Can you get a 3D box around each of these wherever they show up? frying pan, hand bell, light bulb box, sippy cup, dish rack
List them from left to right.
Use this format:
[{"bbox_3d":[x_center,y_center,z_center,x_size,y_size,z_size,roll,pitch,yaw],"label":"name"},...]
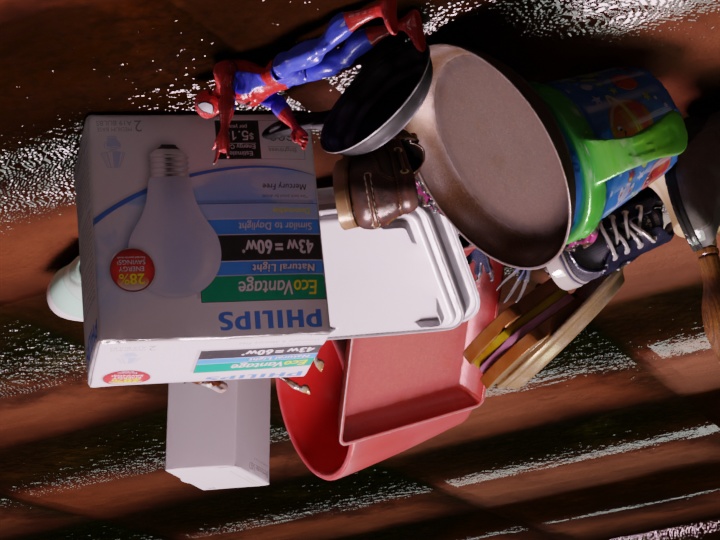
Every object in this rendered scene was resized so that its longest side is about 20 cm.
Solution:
[{"bbox_3d":[-0.138,-0.017,1.531,0.196,0.202,0.125,-2,161,-14],"label":"light bulb box"},{"bbox_3d":[-0.012,-0.114,1.419,0.189,0.115,0.031,-33,118,31],"label":"frying pan"},{"bbox_3d":[0.000,0.000,1.698,0.198,0.044,0.172,-5,127,25],"label":"dish rack"},{"bbox_3d":[0.190,-0.106,1.487,0.130,0.178,0.140,-24,138,-30],"label":"sippy cup"},{"bbox_3d":[0.329,-0.009,1.708,0.103,0.202,0.104,-5,161,-2],"label":"hand bell"}]

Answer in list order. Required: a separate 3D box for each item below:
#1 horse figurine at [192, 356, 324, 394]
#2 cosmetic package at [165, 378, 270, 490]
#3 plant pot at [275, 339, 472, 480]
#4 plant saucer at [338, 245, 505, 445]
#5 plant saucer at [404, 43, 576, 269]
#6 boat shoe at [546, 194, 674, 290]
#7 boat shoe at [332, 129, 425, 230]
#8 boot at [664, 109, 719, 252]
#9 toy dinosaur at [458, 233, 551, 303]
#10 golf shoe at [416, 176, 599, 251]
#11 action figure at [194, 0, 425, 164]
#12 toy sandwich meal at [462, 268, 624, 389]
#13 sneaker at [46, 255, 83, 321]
[{"bbox_3d":[-0.088,0.043,1.835,0.132,0.201,0.050,20,-162,-6],"label":"horse figurine"},{"bbox_3d":[-0.150,0.125,1.922,0.084,0.202,0.108,-6,163,16],"label":"cosmetic package"},{"bbox_3d":[0.022,0.118,2.011,0.176,0.202,0.200,-10,164,-26],"label":"plant pot"},{"bbox_3d":[0.057,0.067,1.874,0.199,0.201,0.037,-13,-149,-37],"label":"plant saucer"},{"bbox_3d":[0.107,-0.096,1.448,0.032,0.201,0.200,-32,173,-28],"label":"plant saucer"},{"bbox_3d":[0.244,-0.037,1.754,0.092,0.075,0.200,-22,-178,25],"label":"boat shoe"},{"bbox_3d":[0.019,-0.085,1.463,0.070,0.071,0.200,-12,-155,7],"label":"boat shoe"},{"bbox_3d":[0.336,-0.098,1.542,0.130,0.200,0.068,-16,116,26],"label":"boot"},{"bbox_3d":[0.162,-0.039,1.756,0.181,0.105,0.200,-16,160,-47],"label":"toy dinosaur"},{"bbox_3d":[0.123,-0.086,1.610,0.198,0.093,0.073,18,150,0],"label":"golf shoe"},{"bbox_3d":[-0.047,-0.135,1.393,0.199,0.100,0.065,-15,158,30],"label":"action figure"},{"bbox_3d":[0.189,0.047,1.872,0.205,0.070,0.205,-45,177,-3],"label":"toy sandwich meal"},{"bbox_3d":[-0.204,0.021,1.802,0.199,0.074,0.118,4,163,-22],"label":"sneaker"}]
